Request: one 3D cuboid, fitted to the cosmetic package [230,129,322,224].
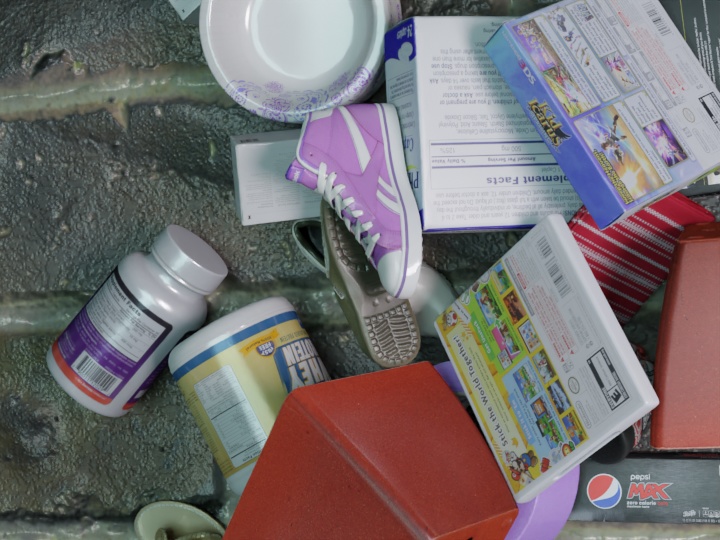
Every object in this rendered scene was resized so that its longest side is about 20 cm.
[{"bbox_3d":[-0.026,-0.101,1.425,0.200,0.051,0.083,-7,107,-11],"label":"cosmetic package"}]

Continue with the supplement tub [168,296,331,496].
[{"bbox_3d":[-0.094,0.143,1.467,0.145,0.145,0.200,-30,83,16],"label":"supplement tub"}]

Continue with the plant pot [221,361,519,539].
[{"bbox_3d":[0.022,0.225,1.307,0.176,0.200,0.200,41,120,32],"label":"plant pot"}]

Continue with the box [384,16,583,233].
[{"bbox_3d":[0.125,-0.137,1.365,0.184,0.105,0.201,-3,90,-17],"label":"box"}]

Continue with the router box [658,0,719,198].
[{"bbox_3d":[0.334,-0.173,1.366,0.149,0.051,0.201,-7,90,20],"label":"router box"}]

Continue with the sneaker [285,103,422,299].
[{"bbox_3d":[-0.011,-0.062,1.319,0.114,0.073,0.201,-3,62,-17],"label":"sneaker"}]

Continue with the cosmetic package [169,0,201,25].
[{"bbox_3d":[-0.129,-0.356,1.511,0.200,0.051,0.083,-38,77,15],"label":"cosmetic package"}]

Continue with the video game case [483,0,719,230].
[{"bbox_3d":[0.234,-0.157,1.287,0.200,0.181,0.045,59,147,9],"label":"video game case"}]

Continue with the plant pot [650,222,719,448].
[{"bbox_3d":[0.362,0.046,1.269,0.200,0.200,0.177,-3,97,18],"label":"plant pot"}]

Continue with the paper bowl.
[{"bbox_3d":[-0.056,-0.252,1.457,0.200,0.104,0.201,2,98,16],"label":"paper bowl"}]

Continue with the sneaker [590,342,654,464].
[{"bbox_3d":[0.226,0.075,1.370,0.067,0.108,0.202,-13,103,33],"label":"sneaker"}]

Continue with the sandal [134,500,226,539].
[{"bbox_3d":[-0.167,0.318,1.535,0.211,0.070,0.078,30,100,15],"label":"sandal"}]

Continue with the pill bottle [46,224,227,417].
[{"bbox_3d":[-0.236,0.051,1.527,0.111,0.111,0.200,44,103,12],"label":"pill bottle"}]

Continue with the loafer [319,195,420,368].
[{"bbox_3d":[0.000,0.000,1.381,0.076,0.067,0.200,-10,84,-23],"label":"loafer"}]

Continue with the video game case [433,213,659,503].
[{"bbox_3d":[0.162,0.081,1.293,0.182,0.023,0.200,-46,57,38],"label":"video game case"}]

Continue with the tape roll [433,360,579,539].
[{"bbox_3d":[0.116,0.189,1.400,0.200,0.066,0.201,-4,85,44],"label":"tape roll"}]

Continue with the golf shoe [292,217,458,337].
[{"bbox_3d":[0.010,0.007,1.454,0.200,0.097,0.078,32,100,13],"label":"golf shoe"}]

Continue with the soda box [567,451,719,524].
[{"bbox_3d":[0.278,0.210,1.385,0.200,0.071,0.063,-1,89,19],"label":"soda box"}]

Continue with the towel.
[{"bbox_3d":[0.232,-0.006,1.362,0.200,0.144,0.023,-51,36,21],"label":"towel"}]
